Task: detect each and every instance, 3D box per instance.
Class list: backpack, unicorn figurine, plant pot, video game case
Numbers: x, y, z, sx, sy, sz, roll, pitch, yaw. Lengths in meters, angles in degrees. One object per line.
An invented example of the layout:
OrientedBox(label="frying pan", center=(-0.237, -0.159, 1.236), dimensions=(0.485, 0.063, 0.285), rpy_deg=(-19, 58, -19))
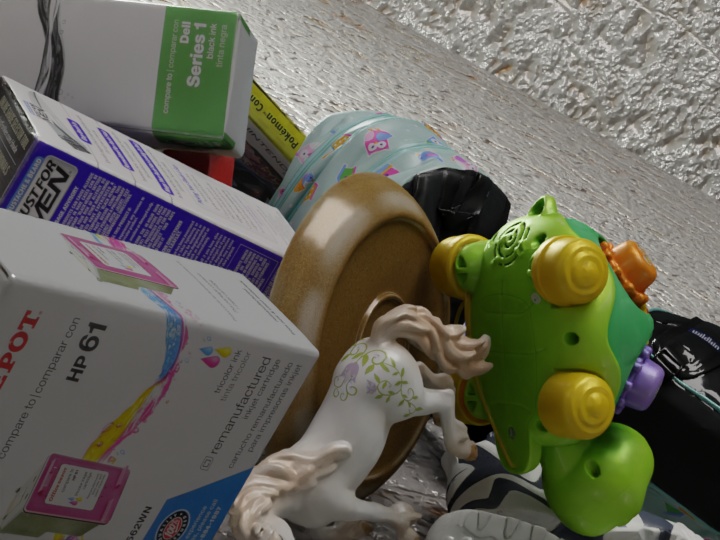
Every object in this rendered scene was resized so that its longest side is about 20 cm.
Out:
OrientedBox(label="backpack", center=(0.000, 0.000, 1.552), dimensions=(0.127, 0.200, 0.167), rpy_deg=(38, 16, 35))
OrientedBox(label="backpack", center=(0.233, 0.113, 1.716), dimensions=(0.176, 0.153, 0.200), rpy_deg=(31, 21, 13))
OrientedBox(label="unicorn figurine", center=(-0.006, 0.107, 1.328), dimensions=(0.074, 0.200, 0.137), rpy_deg=(6, -20, 39))
OrientedBox(label="plant pot", center=(0.004, 0.044, 1.406), dimensions=(0.027, 0.200, 0.200), rpy_deg=(10, 3, 29))
OrientedBox(label="video game case", center=(-0.084, -0.077, 1.747), dimensions=(0.181, 0.026, 0.200), rpy_deg=(47, -21, -20))

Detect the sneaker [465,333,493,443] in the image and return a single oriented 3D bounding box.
OrientedBox(label="sneaker", center=(0.098, 0.068, 1.598), dimensions=(0.070, 0.200, 0.099), rpy_deg=(-16, -6, 35))

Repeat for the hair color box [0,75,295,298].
OrientedBox(label="hair color box", center=(-0.128, -0.031, 1.412), dimensions=(0.200, 0.065, 0.109), rpy_deg=(28, 12, -27))

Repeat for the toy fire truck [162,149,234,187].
OrientedBox(label="toy fire truck", center=(-0.195, -0.061, 1.537), dimensions=(0.200, 0.049, 0.141), rpy_deg=(8, 2, 40))

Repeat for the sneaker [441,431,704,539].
OrientedBox(label="sneaker", center=(0.134, 0.152, 1.515), dimensions=(0.199, 0.080, 0.130), rpy_deg=(12, 27, -22))

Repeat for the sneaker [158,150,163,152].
OrientedBox(label="sneaker", center=(-0.192, -0.074, 1.711), dimensions=(0.201, 0.115, 0.076), rpy_deg=(60, 24, -56))

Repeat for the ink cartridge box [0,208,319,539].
OrientedBox(label="ink cartridge box", center=(-0.141, 0.060, 1.146), dimensions=(0.200, 0.145, 0.085), rpy_deg=(16, 19, -44))

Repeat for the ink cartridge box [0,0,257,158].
OrientedBox(label="ink cartridge box", center=(-0.173, -0.126, 1.536), dimensions=(0.200, 0.084, 0.146), rpy_deg=(7, -2, 2))

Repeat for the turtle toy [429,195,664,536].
OrientedBox(label="turtle toy", center=(0.119, 0.056, 1.400), dimensions=(0.101, 0.200, 0.146), rpy_deg=(-7, 5, -30))

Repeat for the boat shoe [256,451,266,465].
OrientedBox(label="boat shoe", center=(-0.100, 0.051, 1.445), dimensions=(0.074, 0.065, 0.202), rpy_deg=(20, 14, -35))

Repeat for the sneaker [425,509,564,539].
OrientedBox(label="sneaker", center=(0.119, 0.195, 1.378), dimensions=(0.200, 0.076, 0.081), rpy_deg=(31, 1, -12))
